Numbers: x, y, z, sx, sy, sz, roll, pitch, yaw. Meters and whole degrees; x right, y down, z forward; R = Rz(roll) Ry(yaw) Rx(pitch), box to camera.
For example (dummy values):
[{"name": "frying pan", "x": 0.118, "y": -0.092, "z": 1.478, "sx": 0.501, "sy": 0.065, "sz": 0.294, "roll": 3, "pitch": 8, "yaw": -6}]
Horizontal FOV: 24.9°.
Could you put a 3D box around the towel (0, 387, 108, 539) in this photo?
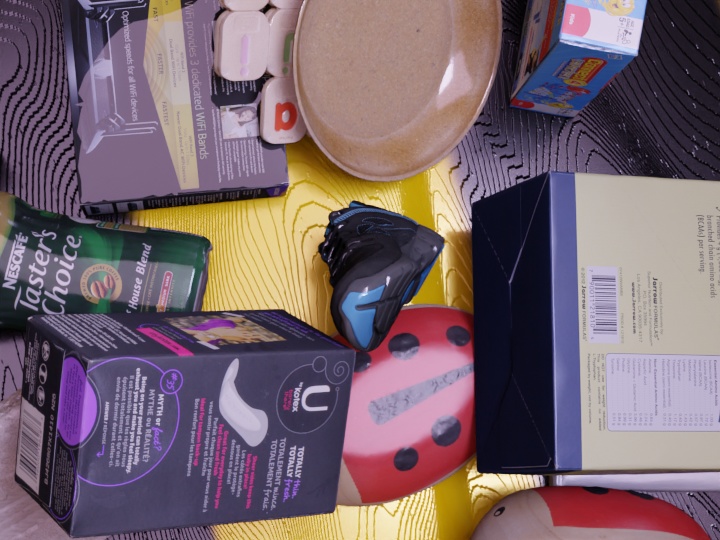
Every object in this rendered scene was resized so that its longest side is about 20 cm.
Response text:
[{"name": "towel", "x": -0.214, "y": 0.138, "z": 1.157, "sx": 0.199, "sy": 0.035, "sz": 0.133, "roll": -32, "pitch": 121, "yaw": 0}]

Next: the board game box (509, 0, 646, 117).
[{"name": "board game box", "x": 0.168, "y": -0.232, "z": 1.193, "sx": 0.055, "sy": 0.196, "sz": 0.202, "roll": 11, "pitch": 83, "yaw": -4}]

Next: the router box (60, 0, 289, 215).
[{"name": "router box", "x": -0.141, "y": -0.150, "z": 1.227, "sx": 0.156, "sy": 0.052, "sz": 0.202, "roll": -5, "pitch": 84, "yaw": -6}]

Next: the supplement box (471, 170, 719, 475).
[{"name": "supplement box", "x": 0.195, "y": 0.042, "z": 1.149, "sx": 0.198, "sy": 0.134, "sz": 0.202, "roll": 2, "pitch": 83, "yaw": -19}]

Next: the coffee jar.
[{"name": "coffee jar", "x": -0.213, "y": 0.006, "z": 1.184, "sx": 0.198, "sy": 0.085, "sz": 0.105, "roll": 12, "pitch": 92, "yaw": -3}]

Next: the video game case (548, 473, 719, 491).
[{"name": "video game case", "x": 0.234, "y": 0.068, "z": 1.250, "sx": 0.180, "sy": 0.024, "sz": 0.202, "roll": 1, "pitch": 83, "yaw": -5}]

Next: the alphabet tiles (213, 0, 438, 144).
[{"name": "alphabet tiles", "x": -0.021, "y": -0.194, "z": 1.198, "sx": 0.199, "sy": 0.015, "sz": 0.197, "roll": -9, "pitch": 110, "yaw": -38}]

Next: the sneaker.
[{"name": "sneaker", "x": 0.000, "y": 0.000, "z": 1.160, "sx": 0.082, "sy": 0.200, "sz": 0.074, "roll": 31, "pitch": 105, "yaw": 4}]

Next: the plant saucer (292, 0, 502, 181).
[{"name": "plant saucer", "x": 0.021, "y": -0.168, "z": 1.208, "sx": 0.199, "sy": 0.035, "sz": 0.202, "roll": -15, "pitch": 115, "yaw": -36}]

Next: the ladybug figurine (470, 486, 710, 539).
[{"name": "ladybug figurine", "x": 0.170, "y": 0.201, "z": 1.172, "sx": 0.199, "sy": 0.136, "sz": 0.072, "roll": 10, "pitch": 61, "yaw": -17}]

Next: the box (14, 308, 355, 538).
[{"name": "box", "x": -0.118, "y": 0.098, "z": 1.096, "sx": 0.199, "sy": 0.106, "sz": 0.123, "roll": 1, "pitch": 104, "yaw": -33}]

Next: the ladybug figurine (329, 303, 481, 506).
[{"name": "ladybug figurine", "x": 0.027, "y": 0.096, "z": 1.203, "sx": 0.199, "sy": 0.072, "sz": 0.136, "roll": -29, "pitch": 86, "yaw": -8}]
